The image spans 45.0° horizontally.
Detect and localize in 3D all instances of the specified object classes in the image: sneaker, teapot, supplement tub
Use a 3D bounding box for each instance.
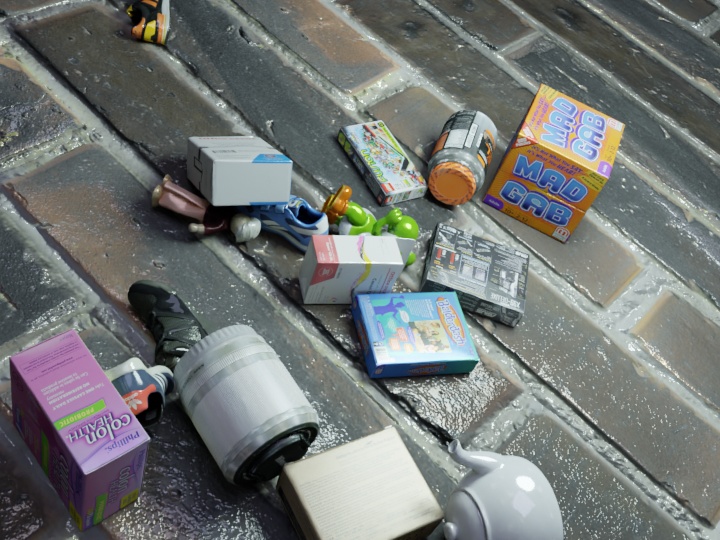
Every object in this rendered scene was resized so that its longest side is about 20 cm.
[{"bbox_3d":[-0.464,-0.576,1.896,0.089,0.070,0.201,3,53,-22],"label":"sneaker"},{"bbox_3d":[0.189,0.374,1.268,0.145,0.198,0.201,-6,47,-23],"label":"teapot"},{"bbox_3d":[-0.310,0.097,1.381,0.199,0.076,0.114,40,40,8],"label":"sneaker"},{"bbox_3d":[-0.308,0.185,1.253,0.075,0.200,0.085,-28,77,1],"label":"sneaker"},{"bbox_3d":[-0.144,-0.110,1.616,0.199,0.083,0.074,25,48,5],"label":"sneaker"},{"bbox_3d":[0.212,-0.236,1.827,0.122,0.123,0.201,24,48,0],"label":"supplement tub"}]

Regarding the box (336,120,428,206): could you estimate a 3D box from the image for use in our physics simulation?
[{"bbox_3d":[0.044,-0.226,1.815,0.109,0.035,0.201,-16,59,-30],"label":"box"}]

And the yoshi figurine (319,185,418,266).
[{"bbox_3d":[0.030,-0.090,1.645,0.199,0.112,0.113,34,23,-14],"label":"yoshi figurine"}]

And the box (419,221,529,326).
[{"bbox_3d":[0.223,0.006,1.677,0.198,0.050,0.158,19,48,-4],"label":"box"}]

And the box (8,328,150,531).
[{"bbox_3d":[-0.386,0.218,1.187,0.096,0.176,0.200,-27,65,-35],"label":"box"}]

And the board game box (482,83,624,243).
[{"bbox_3d":[0.408,-0.226,1.838,0.199,0.200,0.200,27,48,3],"label":"board game box"}]

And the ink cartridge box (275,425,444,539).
[{"bbox_3d":[-0.002,0.343,1.293,0.199,0.075,0.165,-14,56,-29],"label":"ink cartridge box"}]

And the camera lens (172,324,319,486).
[{"bbox_3d":[-0.168,0.202,1.291,0.159,0.160,0.200,-21,61,-33],"label":"camera lens"}]

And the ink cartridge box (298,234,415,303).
[{"bbox_3d":[0.000,0.000,1.553,0.198,0.117,0.068,0,50,-20],"label":"ink cartridge box"}]

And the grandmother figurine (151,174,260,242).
[{"bbox_3d":[-0.277,-0.105,1.579,0.199,0.061,0.122,22,47,0],"label":"grandmother figurine"}]

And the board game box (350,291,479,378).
[{"bbox_3d":[0.096,0.111,1.544,0.198,0.045,0.153,0,51,-20],"label":"board game box"}]

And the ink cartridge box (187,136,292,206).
[{"bbox_3d":[-0.225,-0.185,1.589,0.145,0.085,0.200,-3,20,-23],"label":"ink cartridge box"}]
